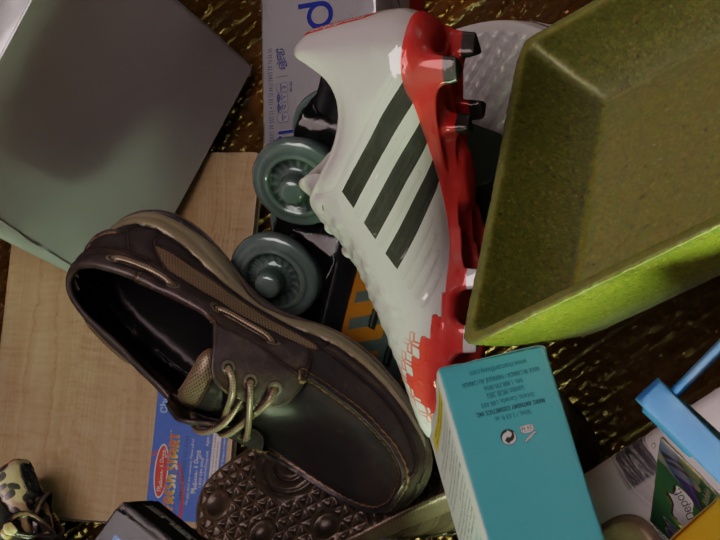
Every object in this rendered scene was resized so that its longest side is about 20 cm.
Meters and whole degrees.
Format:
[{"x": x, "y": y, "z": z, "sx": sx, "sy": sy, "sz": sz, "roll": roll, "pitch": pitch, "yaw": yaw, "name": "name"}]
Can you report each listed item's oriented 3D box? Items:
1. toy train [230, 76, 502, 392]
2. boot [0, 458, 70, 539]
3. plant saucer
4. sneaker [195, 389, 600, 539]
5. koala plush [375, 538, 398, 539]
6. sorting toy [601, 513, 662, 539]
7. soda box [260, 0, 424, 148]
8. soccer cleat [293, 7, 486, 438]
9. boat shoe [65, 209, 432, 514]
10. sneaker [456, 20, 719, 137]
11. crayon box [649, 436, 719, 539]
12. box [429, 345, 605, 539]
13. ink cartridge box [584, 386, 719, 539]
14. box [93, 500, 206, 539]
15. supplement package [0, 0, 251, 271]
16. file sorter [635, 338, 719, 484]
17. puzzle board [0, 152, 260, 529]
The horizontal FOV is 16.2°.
[{"x": 0.000, "y": 0.000, "z": 1.225, "sx": 0.114, "sy": 0.085, "sz": 0.200, "roll": 20, "pitch": 121, "yaw": 10, "name": "toy train"}, {"x": -0.141, "y": 0.161, "z": 1.299, "sx": 0.200, "sy": 0.073, "sz": 0.151, "roll": -43, "pitch": 73, "yaw": 21, "name": "boot"}, {"x": 0.146, "y": -0.061, "z": 1.073, "sx": 0.200, "sy": 0.048, "sz": 0.200, "roll": -28, "pitch": 33, "yaw": 35, "name": "plant saucer"}, {"x": 0.020, "y": 0.111, "z": 1.224, "sx": 0.200, "sy": 0.076, "sz": 0.070, "roll": -16, "pitch": 58, "yaw": 20, "name": "sneaker"}, {"x": -0.058, "y": 0.241, "z": 1.153, "sx": 0.184, "sy": 0.200, "sz": 0.177, "roll": -21, "pitch": 92, "yaw": 51, "name": "koala plush"}, {"x": 0.084, "y": 0.226, "z": 1.075, "sx": 0.200, "sy": 0.036, "sz": 0.185, "roll": -30, "pitch": 69, "yaw": -12, "name": "sorting toy"}, {"x": -0.008, "y": -0.147, "z": 1.301, "sx": 0.068, "sy": 0.063, "sz": 0.200, "roll": -8, "pitch": 77, "yaw": 25, "name": "soda box"}, {"x": 0.016, "y": -0.020, "z": 1.135, "sx": 0.085, "sy": 0.069, "sz": 0.200, "roll": 1, "pitch": 110, "yaw": 21, "name": "soccer cleat"}, {"x": -0.059, "y": 0.052, "z": 1.173, "sx": 0.200, "sy": 0.073, "sz": 0.075, "roll": 35, "pitch": 123, "yaw": 18, "name": "boat shoe"}, {"x": 0.118, "y": -0.082, "z": 1.220, "sx": 0.200, "sy": 0.079, "sz": 0.078, "roll": 1, "pitch": 89, "yaw": 34, "name": "sneaker"}, {"x": 0.171, "y": 0.169, "z": 1.010, "sx": 0.052, "sy": 0.126, "sz": 0.200, "roll": -40, "pitch": 71, "yaw": -10, "name": "crayon box"}, {"x": 0.079, "y": 0.139, "z": 1.049, "sx": 0.049, "sy": 0.082, "sz": 0.200, "roll": -13, "pitch": 67, "yaw": -6, "name": "box"}, {"x": 0.181, "y": 0.135, "z": 1.141, "sx": 0.200, "sy": 0.084, "sz": 0.146, "roll": -35, "pitch": 68, "yaw": 17, "name": "ink cartridge box"}, {"x": -0.089, "y": 0.222, "z": 1.052, "sx": 0.160, "sy": 0.044, "sz": 0.200, "roll": 38, "pitch": 96, "yaw": 14, "name": "box"}, {"x": -0.204, "y": -0.111, "z": 1.306, "sx": 0.200, "sy": 0.191, "sz": 0.147, "roll": 25, "pitch": 83, "yaw": 30, "name": "supplement package"}, {"x": 0.233, "y": 0.090, "z": 1.001, "sx": 0.123, "sy": 0.139, "sz": 0.200, "roll": -46, "pitch": 66, "yaw": 5, "name": "file sorter"}, {"x": -0.126, "y": 0.036, "z": 1.353, "sx": 0.151, "sy": 0.017, "sz": 0.200, "roll": 1, "pitch": 82, "yaw": 26, "name": "puzzle board"}]
